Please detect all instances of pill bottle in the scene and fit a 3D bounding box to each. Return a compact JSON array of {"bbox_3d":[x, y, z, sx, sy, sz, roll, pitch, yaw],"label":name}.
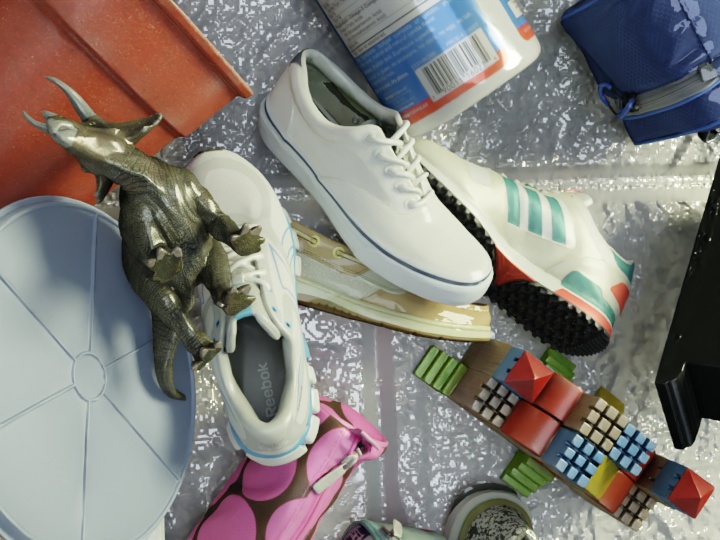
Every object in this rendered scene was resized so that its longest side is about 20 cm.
[{"bbox_3d":[0.022,-0.198,0.742,0.112,0.112,0.201,-34,98,-9],"label":"pill bottle"}]

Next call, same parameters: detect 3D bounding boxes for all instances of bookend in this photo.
[{"bbox_3d":[0.318,0.025,0.733,0.199,0.199,0.092,-66,146,-28],"label":"bookend"}]

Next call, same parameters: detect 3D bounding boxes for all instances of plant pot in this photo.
[{"bbox_3d":[-0.201,-0.109,0.666,0.195,0.201,0.201,-45,100,1],"label":"plant pot"}]

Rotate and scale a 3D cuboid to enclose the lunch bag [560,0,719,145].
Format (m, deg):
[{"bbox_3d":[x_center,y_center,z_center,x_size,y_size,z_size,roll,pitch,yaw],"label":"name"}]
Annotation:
[{"bbox_3d":[0.246,-0.169,0.777,0.200,0.136,0.133,-36,98,-8],"label":"lunch bag"}]

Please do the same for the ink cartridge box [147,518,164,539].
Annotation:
[{"bbox_3d":[-0.199,0.109,0.717,0.144,0.085,0.201,-2,91,-12],"label":"ink cartridge box"}]

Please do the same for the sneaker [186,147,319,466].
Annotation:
[{"bbox_3d":[-0.066,0.014,0.679,0.075,0.087,0.201,-16,77,-4],"label":"sneaker"}]

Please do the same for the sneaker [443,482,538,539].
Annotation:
[{"bbox_3d":[0.090,0.254,0.781,0.076,0.089,0.201,2,92,-12],"label":"sneaker"}]

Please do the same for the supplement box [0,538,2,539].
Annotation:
[{"bbox_3d":[-0.218,0.161,0.635,0.126,0.074,0.201,-34,97,-9],"label":"supplement box"}]

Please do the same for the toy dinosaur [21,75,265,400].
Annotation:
[{"bbox_3d":[-0.103,-0.012,0.618,0.077,0.102,0.201,-29,140,-15],"label":"toy dinosaur"}]

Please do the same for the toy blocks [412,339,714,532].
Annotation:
[{"bbox_3d":[0.143,0.113,0.763,0.200,0.137,0.100,37,84,-10],"label":"toy blocks"}]

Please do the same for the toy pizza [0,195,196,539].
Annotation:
[{"bbox_3d":[-0.158,0.060,0.614,0.032,0.200,0.201,-11,95,26],"label":"toy pizza"}]

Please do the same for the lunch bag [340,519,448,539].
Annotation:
[{"bbox_3d":[0.014,0.264,0.729,0.077,0.160,0.201,16,89,-12],"label":"lunch bag"}]

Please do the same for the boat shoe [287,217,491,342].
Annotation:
[{"bbox_3d":[0.000,0.000,0.761,0.199,0.074,0.067,16,87,-11],"label":"boat shoe"}]

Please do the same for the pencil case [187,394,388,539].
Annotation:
[{"bbox_3d":[-0.063,0.174,0.741,0.091,0.094,0.201,33,86,-38],"label":"pencil case"}]

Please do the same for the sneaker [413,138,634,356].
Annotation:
[{"bbox_3d":[0.111,-0.033,0.798,0.200,0.070,0.094,40,58,-3],"label":"sneaker"}]

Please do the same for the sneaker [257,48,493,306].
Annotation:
[{"bbox_3d":[0.011,-0.061,0.724,0.200,0.071,0.073,43,47,13],"label":"sneaker"}]
